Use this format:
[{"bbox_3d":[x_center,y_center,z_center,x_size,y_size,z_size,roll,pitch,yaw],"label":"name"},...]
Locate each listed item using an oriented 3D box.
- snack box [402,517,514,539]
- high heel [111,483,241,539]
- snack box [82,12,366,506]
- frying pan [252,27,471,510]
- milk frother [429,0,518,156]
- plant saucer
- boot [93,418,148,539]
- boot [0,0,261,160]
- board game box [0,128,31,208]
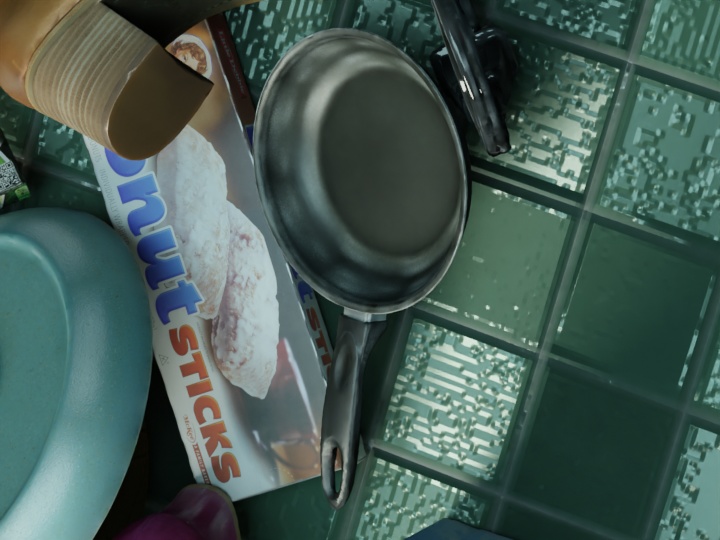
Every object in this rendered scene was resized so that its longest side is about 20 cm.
[{"bbox_3d":[0.009,0.215,1.054,0.067,0.168,0.201,18,103,20],"label":"snack box"},{"bbox_3d":[-0.065,0.194,1.109,0.067,0.096,0.201,0,107,20],"label":"high heel"},{"bbox_3d":[-0.062,-0.005,1.129,0.072,0.024,0.201,-18,91,20],"label":"snack box"},{"bbox_3d":[0.012,-0.004,1.070,0.115,0.031,0.191,-12,94,44],"label":"frying pan"},{"bbox_3d":[0.099,-0.159,1.008,0.187,0.181,0.200,-4,138,21],"label":"milk frother"},{"bbox_3d":[-0.166,0.062,1.111,0.199,0.027,0.201,-23,53,34],"label":"plant saucer"},{"bbox_3d":[-0.170,0.115,1.160,0.154,0.072,0.202,-5,84,31],"label":"boot"},{"bbox_3d":[-0.085,-0.154,1.097,0.200,0.074,0.155,-46,51,-7],"label":"boot"},{"bbox_3d":[-0.252,-0.038,1.142,0.199,0.023,0.105,-26,74,-6],"label":"board game box"}]
